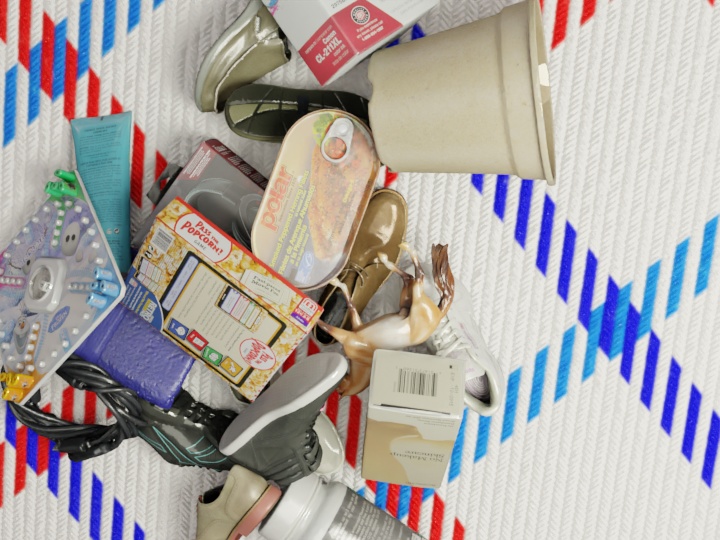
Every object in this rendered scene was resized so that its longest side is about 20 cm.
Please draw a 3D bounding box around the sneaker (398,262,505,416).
[{"bbox_3d":[0.112,0.079,1.050,0.075,0.100,0.201,-32,94,10],"label":"sneaker"}]

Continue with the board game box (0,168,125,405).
[{"bbox_3d":[-0.365,0.014,1.030,0.200,0.026,0.201,-44,56,18],"label":"board game box"}]

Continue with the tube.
[{"bbox_3d":[-0.300,-0.088,1.060,0.077,0.050,0.202,-6,78,0],"label":"tube"}]

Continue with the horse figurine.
[{"bbox_3d":[0.029,0.050,1.011,0.199,0.050,0.133,-30,101,5],"label":"horse figurine"}]

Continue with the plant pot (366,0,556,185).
[{"bbox_3d":[0.109,-0.181,0.974,0.182,0.200,0.203,-6,99,16],"label":"plant pot"}]

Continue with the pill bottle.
[{"bbox_3d":[-0.016,0.328,1.092,0.199,0.113,0.114,34,100,-2],"label":"pill bottle"}]

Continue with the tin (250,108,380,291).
[{"bbox_3d":[-0.051,-0.077,0.994,0.111,0.042,0.202,21,92,-12],"label":"tin"}]

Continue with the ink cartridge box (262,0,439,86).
[{"bbox_3d":[-0.035,-0.324,0.966,0.146,0.083,0.201,-40,97,-32],"label":"ink cartridge box"}]

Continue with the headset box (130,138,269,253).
[{"bbox_3d":[-0.156,-0.046,1.059,0.199,0.077,0.149,39,100,-4],"label":"headset box"}]

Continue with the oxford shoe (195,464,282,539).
[{"bbox_3d":[-0.172,0.301,1.105,0.075,0.070,0.200,42,121,1],"label":"oxford shoe"}]

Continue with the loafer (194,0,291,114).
[{"bbox_3d":[-0.115,-0.254,1.023,0.069,0.075,0.201,38,100,2],"label":"loafer"}]

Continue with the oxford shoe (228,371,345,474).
[{"bbox_3d":[-0.095,0.174,1.101,0.075,0.058,0.200,-38,96,7],"label":"oxford shoe"}]

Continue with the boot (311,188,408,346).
[{"bbox_3d":[0.000,0.000,1.057,0.073,0.075,0.201,26,99,1],"label":"boot"}]

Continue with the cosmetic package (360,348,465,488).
[{"bbox_3d":[0.055,0.172,1.022,0.104,0.201,0.072,6,56,3],"label":"cosmetic package"}]

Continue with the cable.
[{"bbox_3d":[-0.339,0.150,1.074,0.199,0.051,0.164,-21,110,38],"label":"cable"}]

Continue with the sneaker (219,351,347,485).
[{"bbox_3d":[-0.063,0.173,1.036,0.099,0.071,0.200,40,117,-20],"label":"sneaker"}]

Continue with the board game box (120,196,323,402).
[{"bbox_3d":[-0.159,0.037,0.998,0.199,0.046,0.152,38,132,-3],"label":"board game box"}]

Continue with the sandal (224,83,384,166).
[{"bbox_3d":[-0.057,-0.168,1.041,0.199,0.057,0.081,13,79,-9],"label":"sandal"}]

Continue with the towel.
[{"bbox_3d":[-0.278,0.056,1.083,0.199,0.050,0.149,30,79,1],"label":"towel"}]

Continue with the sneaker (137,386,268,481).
[{"bbox_3d":[-0.194,0.207,1.116,0.199,0.075,0.080,30,118,2],"label":"sneaker"}]
